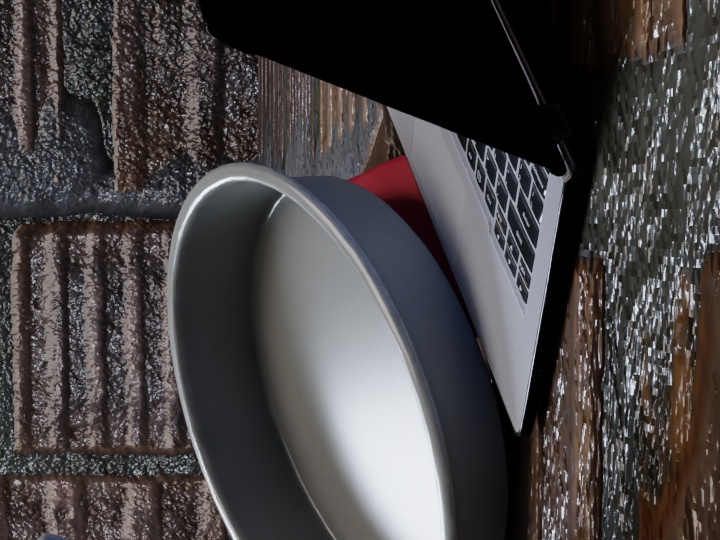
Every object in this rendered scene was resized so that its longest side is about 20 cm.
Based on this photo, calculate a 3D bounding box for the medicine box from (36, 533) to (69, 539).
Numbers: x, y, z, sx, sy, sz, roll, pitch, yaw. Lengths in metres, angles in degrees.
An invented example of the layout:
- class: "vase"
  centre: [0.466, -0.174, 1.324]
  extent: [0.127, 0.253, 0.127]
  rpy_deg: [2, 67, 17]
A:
- class: "medicine box"
  centre: [-0.043, 0.205, 0.685]
  extent: [0.103, 0.200, 0.182]
  rpy_deg: [-40, 39, 37]

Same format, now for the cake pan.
- class: "cake pan"
  centre: [-0.009, 0.053, 0.852]
  extent: [0.200, 0.037, 0.201]
  rpy_deg: [36, 135, 47]

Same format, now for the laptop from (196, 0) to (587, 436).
- class: "laptop"
  centre: [-0.014, -0.070, 0.719]
  extent: [0.200, 0.116, 0.187]
  rpy_deg: [95, 161, -48]

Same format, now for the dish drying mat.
- class: "dish drying mat"
  centre: [0.000, 0.000, 0.883]
  extent: [0.200, 0.018, 0.077]
  rpy_deg: [-20, 68, 61]

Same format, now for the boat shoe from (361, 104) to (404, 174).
- class: "boat shoe"
  centre: [0.000, 0.009, 0.974]
  extent: [0.075, 0.075, 0.203]
  rpy_deg: [-96, 8, -48]
